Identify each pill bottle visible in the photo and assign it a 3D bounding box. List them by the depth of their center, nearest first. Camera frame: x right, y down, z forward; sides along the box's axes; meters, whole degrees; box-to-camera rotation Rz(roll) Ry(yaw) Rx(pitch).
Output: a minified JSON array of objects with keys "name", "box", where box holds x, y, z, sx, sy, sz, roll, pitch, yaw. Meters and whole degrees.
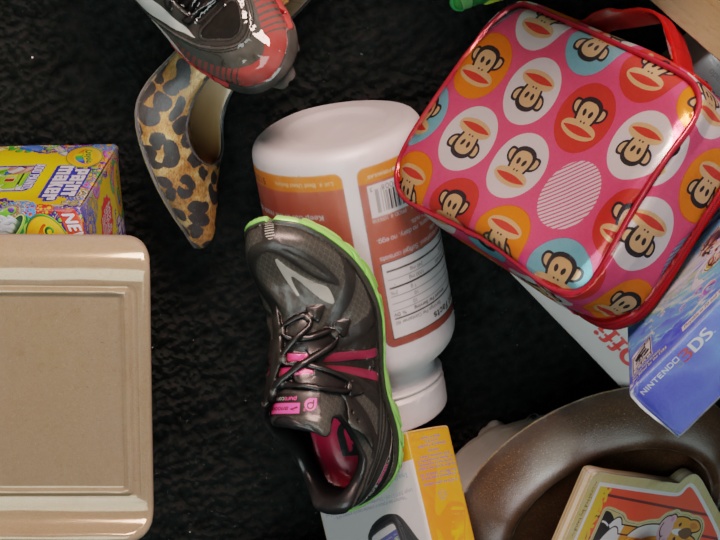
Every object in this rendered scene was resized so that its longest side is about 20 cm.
[{"name":"pill bottle","box":[0.000,0.000,1.486,0.112,0.112,0.201,-6,111,10]}]

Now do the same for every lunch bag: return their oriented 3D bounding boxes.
[{"name":"lunch bag","box":[0.128,-0.078,1.364,0.082,0.200,0.177,30,94,-43]}]

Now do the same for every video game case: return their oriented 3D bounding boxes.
[{"name":"video game case","box":[0.232,-0.021,1.319,0.045,0.181,0.200,40,110,-9]}]

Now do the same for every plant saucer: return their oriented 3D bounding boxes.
[{"name":"plant saucer","box":[0.161,0.157,1.519,0.199,0.032,0.201,-13,137,-12]}]

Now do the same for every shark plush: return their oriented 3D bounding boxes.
[{"name":"shark plush","box":[0.106,0.138,1.575,0.200,0.091,0.083,-48,123,4]}]

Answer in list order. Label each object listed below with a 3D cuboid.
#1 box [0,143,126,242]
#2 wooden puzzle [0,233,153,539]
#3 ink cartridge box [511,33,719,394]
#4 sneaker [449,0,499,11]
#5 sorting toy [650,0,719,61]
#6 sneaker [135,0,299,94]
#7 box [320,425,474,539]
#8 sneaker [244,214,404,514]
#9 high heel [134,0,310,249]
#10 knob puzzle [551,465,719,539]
[{"name":"box","box":[-0.254,0.030,1.527,0.192,0.122,0.201,-2,112,7]},{"name":"wooden puzzle","box":[-0.224,0.074,1.452,0.184,0.037,0.201,0,107,-2]},{"name":"ink cartridge box","box":[0.198,-0.041,1.458,0.200,0.084,0.146,-41,102,20]},{"name":"sneaker","box":[0.029,-0.241,1.404,0.083,0.074,0.200,-34,104,15]},{"name":"sorting toy","box":[0.256,-0.220,1.331,0.069,0.200,0.199,12,117,-41]},{"name":"sneaker","box":[-0.116,-0.185,1.391,0.071,0.098,0.201,-43,70,9]},{"name":"box","box":[0.033,0.211,1.506,0.119,0.041,0.201,-23,79,53]},{"name":"sneaker","box":[-0.024,0.059,1.408,0.076,0.084,0.201,-10,109,27]},{"name":"high heel","box":[-0.071,-0.115,1.467,0.142,0.071,0.201,-5,103,16]},{"name":"knob puzzle","box":[0.182,0.224,1.492,0.030,0.219,0.221,29,123,44]}]
